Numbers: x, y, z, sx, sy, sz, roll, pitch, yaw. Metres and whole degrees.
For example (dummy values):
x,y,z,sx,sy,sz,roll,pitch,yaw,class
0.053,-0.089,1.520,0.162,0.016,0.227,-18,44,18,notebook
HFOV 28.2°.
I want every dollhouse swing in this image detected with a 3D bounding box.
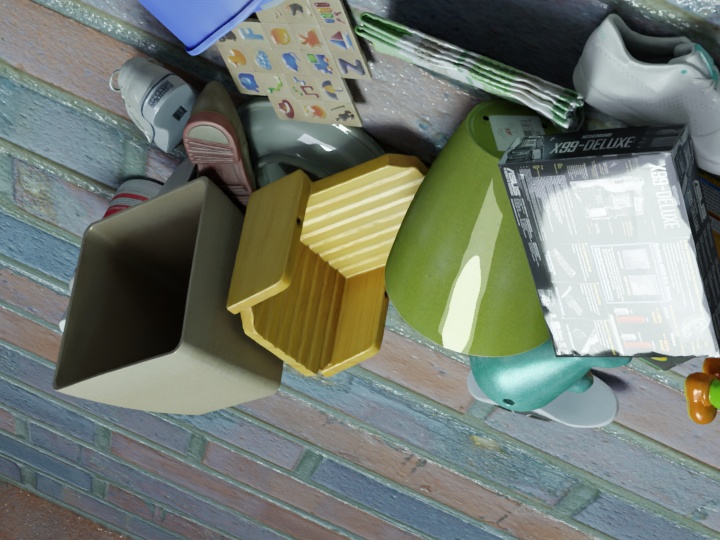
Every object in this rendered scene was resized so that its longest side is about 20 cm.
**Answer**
x,y,z,sx,sy,sz,roll,pitch,yaw,class
0.000,0.000,1.481,0.174,0.184,0.200,-4,154,30,dollhouse swing

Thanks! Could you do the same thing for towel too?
x,y,z,sx,sy,sz,roll,pitch,yaw,class
0.096,-0.165,1.233,0.198,0.031,0.149,23,-177,9,towel

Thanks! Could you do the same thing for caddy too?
x,y,z,sx,sy,sz,roll,pitch,yaw,class
-0.101,-0.257,1.179,0.105,0.142,0.199,37,152,-19,caddy

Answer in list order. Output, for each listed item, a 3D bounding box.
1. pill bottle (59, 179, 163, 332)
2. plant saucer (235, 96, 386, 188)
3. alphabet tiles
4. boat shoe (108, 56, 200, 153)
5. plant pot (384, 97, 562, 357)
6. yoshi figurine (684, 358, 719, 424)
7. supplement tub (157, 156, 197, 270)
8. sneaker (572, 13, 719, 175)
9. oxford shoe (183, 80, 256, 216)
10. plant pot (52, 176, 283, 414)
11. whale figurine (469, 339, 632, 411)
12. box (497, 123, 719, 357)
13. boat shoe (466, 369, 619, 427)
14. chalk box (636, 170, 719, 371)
x,y,z,sx,sy,sz,roll,pitch,yaw,class
-0.284,-0.001,1.746,0.111,0.201,0.113,19,154,10,pill bottle
-0.058,-0.104,1.534,0.198,0.051,0.201,20,154,10,plant saucer
-0.070,-0.213,1.368,0.166,0.008,0.201,8,145,29,alphabet tiles
-0.217,-0.180,1.476,0.086,0.075,0.202,41,179,4,boat shoe
0.127,-0.056,1.351,0.185,0.188,0.201,19,135,9,plant pot
0.450,0.135,1.502,0.199,0.114,0.111,-8,156,44,yoshi figurine
-0.141,-0.034,1.653,0.199,0.123,0.122,34,153,-19,supplement tub
0.273,-0.144,1.162,0.198,0.076,0.089,23,143,5,sneaker
-0.139,-0.114,1.511,0.070,0.075,0.201,5,144,4,oxford shoe
-0.183,0.050,1.532,0.198,0.202,0.177,-18,144,37,plant pot
0.211,0.104,1.635,0.199,0.105,0.159,-8,139,48,whale figurine
0.218,-0.021,1.215,0.156,0.050,0.202,-3,120,34,box
0.229,0.156,1.769,0.198,0.071,0.066,5,166,29,boat shoe
0.284,0.006,1.368,0.124,0.125,0.200,28,155,-12,chalk box
